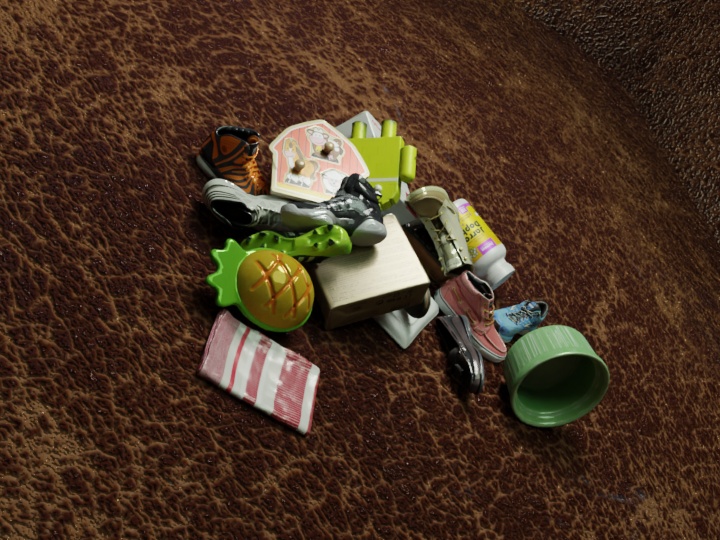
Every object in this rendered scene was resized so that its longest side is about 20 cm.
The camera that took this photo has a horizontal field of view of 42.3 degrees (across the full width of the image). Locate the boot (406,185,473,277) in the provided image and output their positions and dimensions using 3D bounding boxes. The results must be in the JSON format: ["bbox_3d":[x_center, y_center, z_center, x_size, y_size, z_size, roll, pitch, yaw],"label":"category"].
[{"bbox_3d":[0.164,-0.074,1.863,0.200,0.072,0.156,31,41,-59],"label":"boot"}]

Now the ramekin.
[{"bbox_3d":[0.376,0.203,1.824,0.199,0.200,0.098,24,29,-28],"label":"ramekin"}]

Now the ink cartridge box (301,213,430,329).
[{"bbox_3d":[0.000,0.000,1.668,0.198,0.075,0.166,-14,58,-21],"label":"ink cartridge box"}]

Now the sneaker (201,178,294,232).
[{"bbox_3d":[-0.178,-0.088,1.618,0.199,0.076,0.116,17,21,-22],"label":"sneaker"}]

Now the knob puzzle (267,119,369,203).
[{"bbox_3d":[-0.073,-0.208,1.719,0.218,0.031,0.221,12,54,-16],"label":"knob puzzle"}]

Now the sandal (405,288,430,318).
[{"bbox_3d":[0.068,0.009,1.758,0.054,0.082,0.201,-8,59,-33],"label":"sandal"}]

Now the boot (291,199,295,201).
[{"bbox_3d":[-0.074,-0.147,1.834,0.162,0.073,0.199,0,57,-51],"label":"boot"}]

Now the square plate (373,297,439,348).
[{"bbox_3d":[0.059,0.037,1.810,0.200,0.028,0.198,47,32,3],"label":"square plate"}]

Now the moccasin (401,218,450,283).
[{"bbox_3d":[0.121,-0.059,1.960,0.201,0.078,0.074,46,46,-4],"label":"moccasin"}]

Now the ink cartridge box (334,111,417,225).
[{"bbox_3d":[0.031,-0.198,1.885,0.145,0.083,0.201,35,33,-63],"label":"ink cartridge box"}]

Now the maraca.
[{"bbox_3d":[-0.159,0.024,1.498,0.199,0.107,0.138,22,58,-32],"label":"maraca"}]

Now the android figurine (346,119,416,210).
[{"bbox_3d":[0.018,-0.193,1.784,0.041,0.180,0.202,51,43,-65],"label":"android figurine"}]

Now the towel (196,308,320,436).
[{"bbox_3d":[-0.151,0.156,1.438,0.199,0.023,0.145,33,34,-18],"label":"towel"}]

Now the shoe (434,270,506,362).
[{"bbox_3d":[0.247,0.094,1.889,0.200,0.091,0.072,47,30,-6],"label":"shoe"}]

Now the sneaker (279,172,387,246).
[{"bbox_3d":[-0.047,-0.114,1.625,0.198,0.075,0.115,11,64,-23],"label":"sneaker"}]

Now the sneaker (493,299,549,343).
[{"bbox_3d":[0.340,0.094,2.003,0.199,0.090,0.079,-11,60,-53],"label":"sneaker"}]

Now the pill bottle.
[{"bbox_3d":[0.252,-0.054,2.063,0.200,0.104,0.104,51,32,12],"label":"pill bottle"}]

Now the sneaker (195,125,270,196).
[{"bbox_3d":[-0.201,-0.180,1.688,0.200,0.112,0.078,40,32,-5],"label":"sneaker"}]

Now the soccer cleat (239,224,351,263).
[{"bbox_3d":[-0.111,-0.034,1.590,0.081,0.198,0.068,48,39,-62],"label":"soccer cleat"}]

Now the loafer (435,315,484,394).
[{"bbox_3d":[0.187,0.160,1.789,0.062,0.072,0.201,9,36,-15],"label":"loafer"}]
